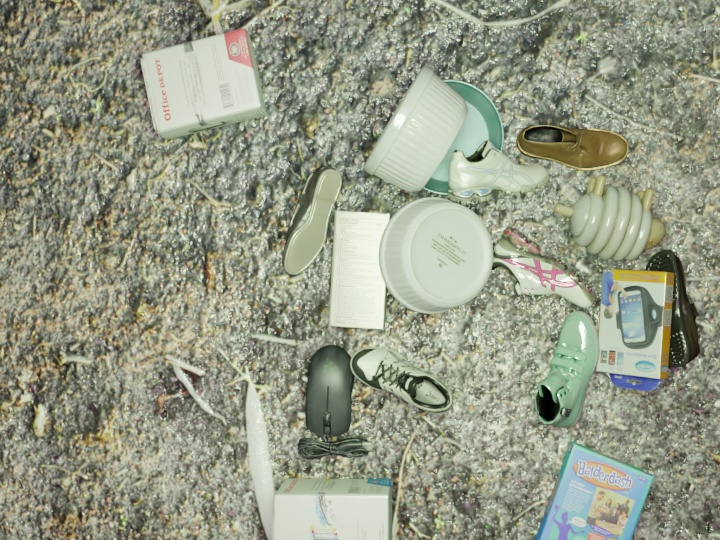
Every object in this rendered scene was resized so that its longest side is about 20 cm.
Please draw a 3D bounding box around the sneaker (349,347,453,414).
[{"bbox_3d":[0.076,0.187,1.633,0.196,0.088,0.077,22,83,1],"label":"sneaker"}]

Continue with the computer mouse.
[{"bbox_3d":[-0.050,0.236,1.665,0.135,0.053,0.205,-2,88,5],"label":"computer mouse"}]

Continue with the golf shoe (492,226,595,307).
[{"bbox_3d":[0.316,0.013,1.636,0.198,0.072,0.093,36,98,15],"label":"golf shoe"}]

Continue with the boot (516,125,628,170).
[{"bbox_3d":[0.374,-0.219,1.634,0.195,0.075,0.075,6,87,4],"label":"boot"}]

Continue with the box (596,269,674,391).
[{"bbox_3d":[0.469,0.102,1.604,0.117,0.041,0.205,2,86,41],"label":"box"}]

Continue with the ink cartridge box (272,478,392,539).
[{"bbox_3d":[-0.045,0.444,1.612,0.195,0.147,0.148,0,88,5],"label":"ink cartridge box"}]

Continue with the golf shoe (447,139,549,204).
[{"bbox_3d":[0.241,-0.177,1.609,0.196,0.078,0.100,-11,103,-25],"label":"golf shoe"}]

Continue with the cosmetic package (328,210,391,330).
[{"bbox_3d":[0.000,0.000,1.658,0.101,0.073,0.205,4,88,4],"label":"cosmetic package"}]

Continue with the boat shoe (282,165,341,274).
[{"bbox_3d":[-0.091,-0.092,1.685,0.066,0.057,0.203,21,94,-31],"label":"boat shoe"}]

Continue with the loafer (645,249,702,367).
[{"bbox_3d":[0.543,0.066,1.621,0.070,0.072,0.205,2,79,-38],"label":"loafer"}]

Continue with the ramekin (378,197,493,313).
[{"bbox_3d":[0.137,-0.026,1.602,0.198,0.094,0.208,0,90,-18],"label":"ramekin"}]

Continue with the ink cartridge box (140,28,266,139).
[{"bbox_3d":[-0.281,-0.333,1.686,0.195,0.085,0.149,-12,87,2],"label":"ink cartridge box"}]

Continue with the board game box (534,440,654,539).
[{"bbox_3d":[0.403,0.421,1.626,0.149,0.045,0.204,21,90,6],"label":"board game box"}]

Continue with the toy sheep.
[{"bbox_3d":[0.426,-0.086,1.598,0.196,0.138,0.141,15,89,1],"label":"toy sheep"}]

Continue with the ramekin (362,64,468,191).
[{"bbox_3d":[0.097,-0.229,1.565,0.104,0.200,0.203,31,91,-4],"label":"ramekin"}]

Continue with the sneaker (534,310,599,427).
[{"bbox_3d":[0.351,0.169,1.595,0.073,0.117,0.205,8,89,33],"label":"sneaker"}]

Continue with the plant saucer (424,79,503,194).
[{"bbox_3d":[0.157,-0.236,1.671,0.195,0.036,0.205,0,88,6],"label":"plant saucer"}]
